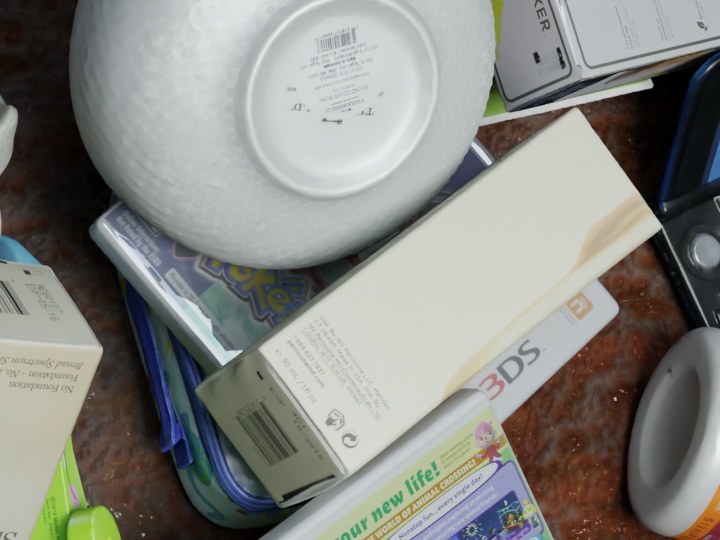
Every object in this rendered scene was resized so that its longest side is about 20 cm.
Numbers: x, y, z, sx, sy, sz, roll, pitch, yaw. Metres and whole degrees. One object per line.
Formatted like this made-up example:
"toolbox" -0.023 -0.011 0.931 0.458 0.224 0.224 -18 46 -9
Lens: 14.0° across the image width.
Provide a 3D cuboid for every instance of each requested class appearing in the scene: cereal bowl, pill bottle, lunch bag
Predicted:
"cereal bowl" -0.024 -0.089 1.307 0.199 0.083 0.201 -10 114 -22
"pill bottle" 0.247 0.106 1.506 0.199 0.110 0.110 17 70 -16
"lunch bag" -0.033 0.020 1.440 0.160 0.082 0.201 -13 79 -21

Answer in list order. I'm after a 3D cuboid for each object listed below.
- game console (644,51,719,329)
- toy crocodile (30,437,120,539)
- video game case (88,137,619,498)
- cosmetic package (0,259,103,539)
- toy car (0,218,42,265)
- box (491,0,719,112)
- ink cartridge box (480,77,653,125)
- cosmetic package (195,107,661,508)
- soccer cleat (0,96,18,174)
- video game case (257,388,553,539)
"game console" 0.260 -0.053 1.544 0.199 0.118 0.171 -26 90 -25
"toy crocodile" -0.135 0.171 1.371 0.067 0.062 0.201 -18 75 11
"video game case" 0.000 0.000 1.399 0.182 0.023 0.200 -41 91 -24
"cosmetic package" -0.199 0.094 1.285 0.103 0.073 0.201 5 118 -33
"toy car" -0.274 -0.025 1.341 0.177 0.184 0.200 -45 51 -1
"box" 0.143 -0.158 1.485 0.199 0.060 0.117 -17 87 -41
"ink cartridge box" 0.049 -0.169 1.526 0.147 0.076 0.201 -13 84 -24
"cosmetic package" 0.031 0.018 1.339 0.200 0.105 0.071 -37 91 -22
"soccer cleat" -0.236 -0.123 1.395 0.200 0.086 0.070 45 65 -4
"video game case" 0.018 0.183 1.351 0.200 0.022 0.183 -35 109 -27
